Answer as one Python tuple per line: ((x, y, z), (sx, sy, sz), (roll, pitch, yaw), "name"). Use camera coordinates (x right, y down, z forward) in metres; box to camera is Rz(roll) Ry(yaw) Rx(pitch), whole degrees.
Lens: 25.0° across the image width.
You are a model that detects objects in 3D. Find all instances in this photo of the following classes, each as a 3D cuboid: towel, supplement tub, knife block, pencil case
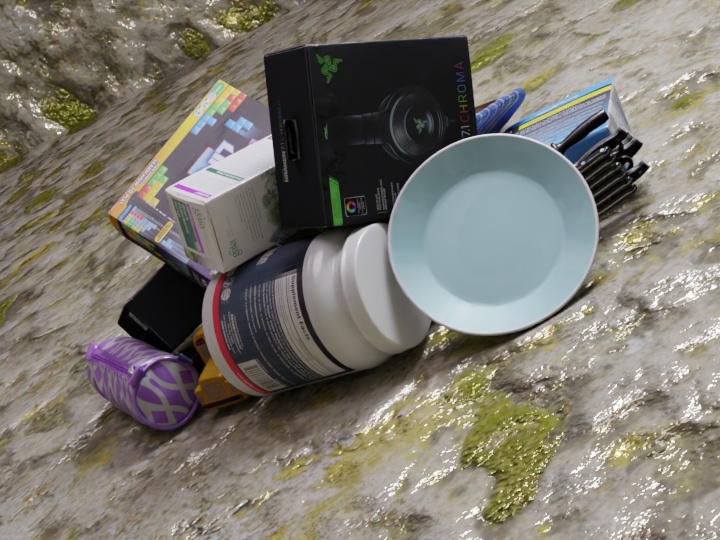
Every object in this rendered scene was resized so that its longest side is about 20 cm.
((0.108, -0.125, 1.780), (0.145, 0.024, 0.200), (-52, -8, 32), "towel")
((-0.044, 0.038, 1.591), (0.199, 0.141, 0.140), (-17, 22, 35), "supplement tub")
((0.185, -0.080, 1.621), (0.199, 0.064, 0.176), (-13, 36, 44), "knife block")
((-0.240, 0.120, 1.771), (0.200, 0.085, 0.084), (7, 76, 66), "pencil case")

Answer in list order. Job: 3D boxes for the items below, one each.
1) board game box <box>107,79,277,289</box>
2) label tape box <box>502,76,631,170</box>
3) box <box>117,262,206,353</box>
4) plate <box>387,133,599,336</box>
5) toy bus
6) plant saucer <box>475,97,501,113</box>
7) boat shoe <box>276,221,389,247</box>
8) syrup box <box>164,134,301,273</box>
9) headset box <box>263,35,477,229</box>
((-0.146, -0.086, 1.745), (0.165, 0.057, 0.200), (30, 73, 25), "board game box")
((0.220, -0.131, 1.756), (0.143, 0.066, 0.200), (-24, 14, 19), "label tape box")
((-0.200, 0.025, 1.850), (0.141, 0.079, 0.200), (-49, 3, -12), "box")
((0.124, -0.032, 1.518), (0.199, 0.201, 0.026), (-30, -24, 2), "plate")
((-0.115, 0.064, 1.734), (0.065, 0.079, 0.200), (-18, 21, 34), "toy bus")
((0.093, -0.160, 2.031), (0.199, 0.035, 0.200), (-25, 6, 3), "plant saucer")
((0.010, -0.045, 1.686), (0.200, 0.061, 0.072), (-7, 24, 2), "boat shoe")
((-0.089, -0.082, 1.630), (0.199, 0.079, 0.081), (-30, 30, -27), "syrup box")
((0.007, -0.135, 1.580), (0.199, 0.175, 0.093), (-7, 4, -31), "headset box")
